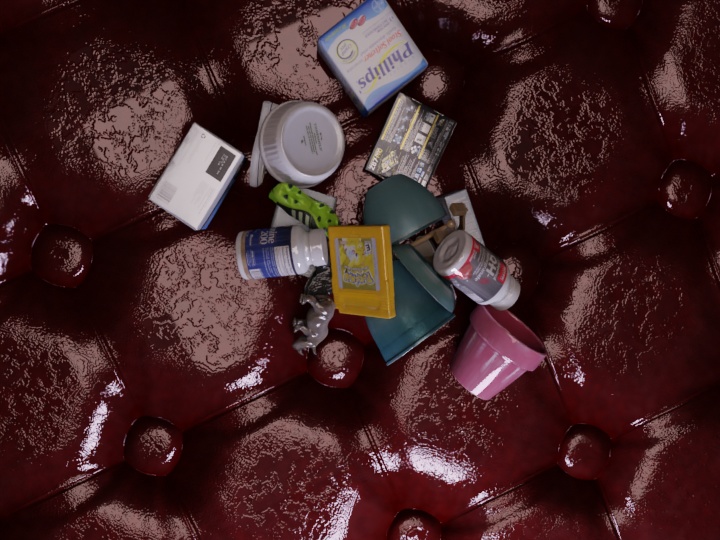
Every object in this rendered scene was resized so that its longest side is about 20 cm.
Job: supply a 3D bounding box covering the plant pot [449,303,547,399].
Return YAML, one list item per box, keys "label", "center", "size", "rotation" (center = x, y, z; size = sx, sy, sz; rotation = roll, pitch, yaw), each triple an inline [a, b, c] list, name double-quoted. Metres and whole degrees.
- label: "plant pot"
  center: [0.315, 0.200, 1.608]
  size: [0.198, 0.200, 0.180]
  rotation: [35, 106, -7]

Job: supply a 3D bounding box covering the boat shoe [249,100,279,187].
- label: "boat shoe"
  center: [-0.214, -0.292, 1.570]
  size: [0.065, 0.074, 0.204]
  rotation: [10, 93, -5]

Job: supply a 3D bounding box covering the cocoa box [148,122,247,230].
- label: "cocoa box"
  center: [-0.366, -0.211, 1.534]
  size: [0.132, 0.131, 0.202]
  rotation: [32, 91, -6]

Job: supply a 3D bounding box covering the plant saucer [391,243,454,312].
- label: "plant saucer"
  center: [0.146, 0.006, 1.488]
  size: [0.036, 0.200, 0.200]
  rotation: [-44, 97, 8]

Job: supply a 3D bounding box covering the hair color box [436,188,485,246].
- label: "hair color box"
  center: [0.248, -0.089, 1.614]
  size: [0.060, 0.099, 0.204]
  rotation: [-20, 96, -4]

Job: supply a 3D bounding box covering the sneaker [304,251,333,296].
- label: "sneaker"
  center: [-0.044, 0.005, 1.609]
  size: [0.196, 0.060, 0.106]
  rotation: [-13, 104, -18]

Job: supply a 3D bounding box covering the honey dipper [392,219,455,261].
- label: "honey dipper"
  center: [0.139, -0.071, 1.591]
  size: [0.198, 0.038, 0.038]
  rotation: [-30, 97, 28]

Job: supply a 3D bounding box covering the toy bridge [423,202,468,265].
- label: "toy bridge"
  center: [0.200, -0.077, 1.539]
  size: [0.066, 0.202, 0.027]
  rotation: [-9, 54, -29]

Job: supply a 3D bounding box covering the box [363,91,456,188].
- label: "box"
  center: [0.118, -0.298, 1.612]
  size: [0.159, 0.049, 0.203]
  rotation: [24, 93, -9]

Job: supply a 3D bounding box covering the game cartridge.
- label: "game cartridge"
  center: [0.000, 0.000, 1.506]
  size: [0.032, 0.174, 0.205]
  rotation: [-11, 99, -46]

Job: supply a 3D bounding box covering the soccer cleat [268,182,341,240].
- label: "soccer cleat"
  center: [-0.125, -0.137, 1.565]
  size: [0.199, 0.080, 0.068]
  rotation: [37, 69, -27]

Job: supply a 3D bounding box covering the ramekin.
- label: "ramekin"
  center: [-0.126, -0.291, 1.535]
  size: [0.199, 0.094, 0.207]
  rotation: [-2, 94, -27]

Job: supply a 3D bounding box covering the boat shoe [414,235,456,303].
- label: "boat shoe"
  center: [0.183, 0.009, 1.646]
  size: [0.066, 0.057, 0.204]
  rotation: [-18, 93, 33]

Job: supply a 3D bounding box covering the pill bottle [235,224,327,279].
- label: "pill bottle"
  center: [-0.177, -0.044, 1.532]
  size: [0.195, 0.111, 0.114]
  rotation: [-6, 95, 6]

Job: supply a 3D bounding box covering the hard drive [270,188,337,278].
- label: "hard drive"
  center: [-0.147, -0.095, 1.612]
  size: [0.137, 0.033, 0.204]
  rotation: [16, 93, -6]

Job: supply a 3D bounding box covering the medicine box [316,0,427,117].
- label: "medicine box"
  center: [0.026, -0.497, 1.560]
  size: [0.181, 0.103, 0.201]
  rotation: [-37, 96, -1]

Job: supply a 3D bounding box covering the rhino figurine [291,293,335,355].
- label: "rhino figurine"
  center: [-0.116, 0.133, 1.590]
  size: [0.086, 0.060, 0.202]
  rotation: [9, 127, -13]

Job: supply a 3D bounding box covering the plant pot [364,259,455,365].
- label: "plant pot"
  center: [0.090, 0.087, 1.576]
  size: [0.198, 0.200, 0.190]
  rotation: [-35, 84, -1]

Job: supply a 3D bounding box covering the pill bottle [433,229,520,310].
- label: "pill bottle"
  center: [0.266, 0.007, 1.508]
  size: [0.199, 0.111, 0.112]
  rotation: [34, 91, -26]

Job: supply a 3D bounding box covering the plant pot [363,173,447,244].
- label: "plant pot"
  center: [0.083, -0.140, 1.544]
  size: [0.198, 0.200, 0.137]
  rotation: [-28, 88, -2]
